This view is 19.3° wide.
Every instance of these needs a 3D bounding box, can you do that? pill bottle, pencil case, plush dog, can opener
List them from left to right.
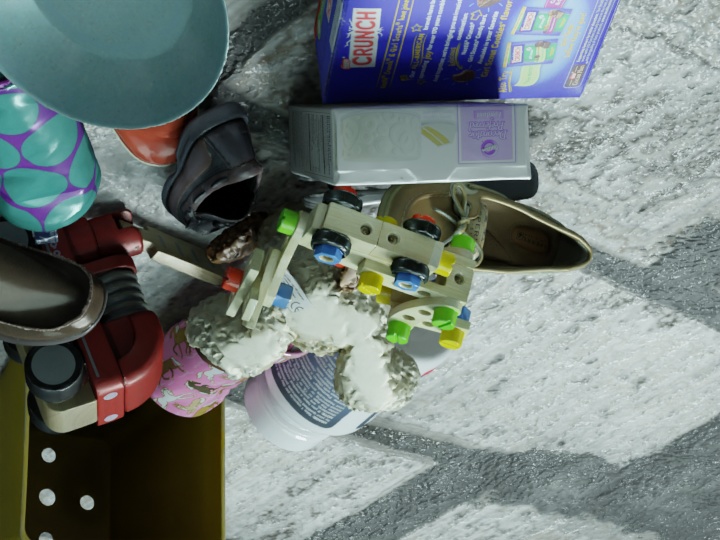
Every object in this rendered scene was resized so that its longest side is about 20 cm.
[{"bbox_3d":[-0.253,-0.107,1.565,0.092,0.085,0.200,-17,148,-4],"label":"pencil case"},{"bbox_3d":[-0.113,0.065,1.848,0.086,0.083,0.200,-28,177,-38],"label":"pencil case"},{"bbox_3d":[-0.034,0.002,1.723,0.200,0.172,0.161,15,118,-16],"label":"plush dog"},{"bbox_3d":[-0.016,0.078,1.890,0.120,0.120,0.200,14,142,-32],"label":"pill bottle"},{"bbox_3d":[0.046,-0.080,1.711,0.200,0.067,0.053,-9,-166,-20],"label":"can opener"}]

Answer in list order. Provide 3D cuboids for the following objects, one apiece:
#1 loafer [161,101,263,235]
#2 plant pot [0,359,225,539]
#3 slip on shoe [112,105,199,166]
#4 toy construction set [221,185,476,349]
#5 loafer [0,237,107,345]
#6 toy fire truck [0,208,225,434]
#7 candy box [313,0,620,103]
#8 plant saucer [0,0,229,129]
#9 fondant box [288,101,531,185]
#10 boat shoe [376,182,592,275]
[{"bbox_3d":[-0.111,-0.062,1.655,0.072,0.063,0.200,-27,165,-16],"label":"loafer"},{"bbox_3d":[-0.253,0.188,1.955,0.200,0.200,0.176,11,155,-29],"label":"plant pot"},{"bbox_3d":[-0.156,-0.132,1.572,0.074,0.061,0.200,-8,150,-6],"label":"slip on shoe"},{"bbox_3d":[0.000,0.000,1.570,0.200,0.092,0.131,6,161,-16],"label":"toy construction set"},{"bbox_3d":[-0.293,0.007,1.616,0.200,0.073,0.071,11,163,0],"label":"loafer"},{"bbox_3d":[-0.195,0.028,1.733,0.200,0.176,0.129,-18,157,-14],"label":"toy fire truck"},{"bbox_3d":[0.076,-0.197,1.511,0.200,0.077,0.169,-3,150,-12],"label":"candy box"},{"bbox_3d":[-0.175,-0.188,1.412,0.201,0.039,0.201,11,130,14],"label":"plant saucer"},{"bbox_3d":[0.032,-0.097,1.579,0.144,0.058,0.200,-2,-173,-11],"label":"fondant box"},{"bbox_3d":[0.099,-0.033,1.669,0.200,0.073,0.063,5,-173,-41],"label":"boat shoe"}]
